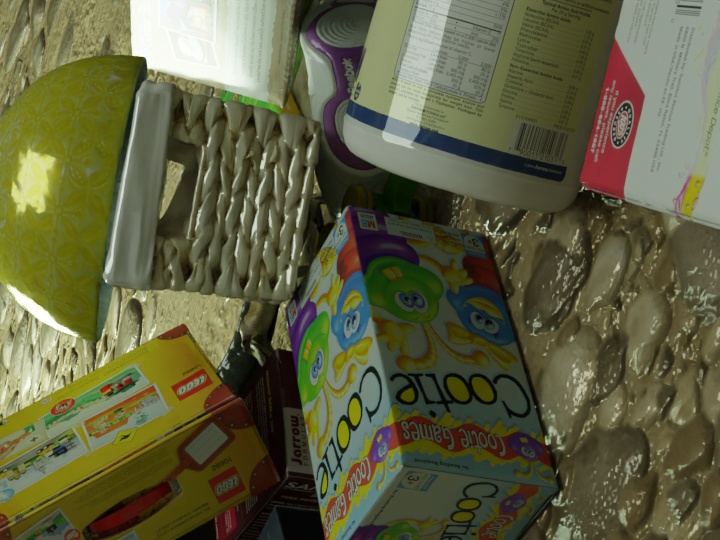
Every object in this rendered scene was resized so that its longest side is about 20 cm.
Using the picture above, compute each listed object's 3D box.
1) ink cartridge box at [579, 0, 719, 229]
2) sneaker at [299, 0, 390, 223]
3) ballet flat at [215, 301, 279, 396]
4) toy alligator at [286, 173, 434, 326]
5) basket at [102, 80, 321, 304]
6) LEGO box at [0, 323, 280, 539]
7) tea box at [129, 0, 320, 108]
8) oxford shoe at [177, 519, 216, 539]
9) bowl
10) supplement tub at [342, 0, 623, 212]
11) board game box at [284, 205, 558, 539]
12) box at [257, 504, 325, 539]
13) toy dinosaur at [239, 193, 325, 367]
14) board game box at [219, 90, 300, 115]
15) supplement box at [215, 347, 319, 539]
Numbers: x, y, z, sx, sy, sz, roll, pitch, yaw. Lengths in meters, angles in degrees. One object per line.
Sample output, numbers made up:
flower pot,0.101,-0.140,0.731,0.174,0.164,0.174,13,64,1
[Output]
ink cartridge box,0.195,-0.085,0.737,0.200,0.085,0.149,29,105,63
sneaker,-0.012,-0.120,1.211,0.100,0.074,0.201,100,173,-50
ballet flat,-0.095,0.037,1.315,0.066,0.056,0.201,135,152,-80
toy alligator,0.000,0.000,1.151,0.200,0.059,0.054,-57,33,40
basket,-0.100,-0.047,1.126,0.200,0.122,0.137,-167,87,-85
LEGO box,-0.178,0.137,1.166,0.078,0.199,0.149,67,169,-26
tea box,-0.086,-0.268,1.245,0.200,0.133,0.198,103,-176,-64
oxford shoe,-0.149,0.232,1.173,0.201,0.071,0.071,-84,15,-47
bowl,-0.215,-0.056,1.131,0.200,0.107,0.202,-171,90,-85
supplement tub,0.081,-0.147,0.939,0.145,0.144,0.201,34,111,64
board game box,0.031,0.074,1.002,0.105,0.102,0.201,-58,32,38
box,-0.023,0.285,1.029,0.201,0.103,0.183,-110,37,-49
toy dinosaur,-0.069,-0.032,1.255,0.100,0.058,0.201,-12,73,19
board game box,-0.088,-0.120,1.432,0.096,0.030,0.200,-64,31,28
supplement box,-0.073,0.159,1.242,0.200,0.061,0.109,-52,35,46
